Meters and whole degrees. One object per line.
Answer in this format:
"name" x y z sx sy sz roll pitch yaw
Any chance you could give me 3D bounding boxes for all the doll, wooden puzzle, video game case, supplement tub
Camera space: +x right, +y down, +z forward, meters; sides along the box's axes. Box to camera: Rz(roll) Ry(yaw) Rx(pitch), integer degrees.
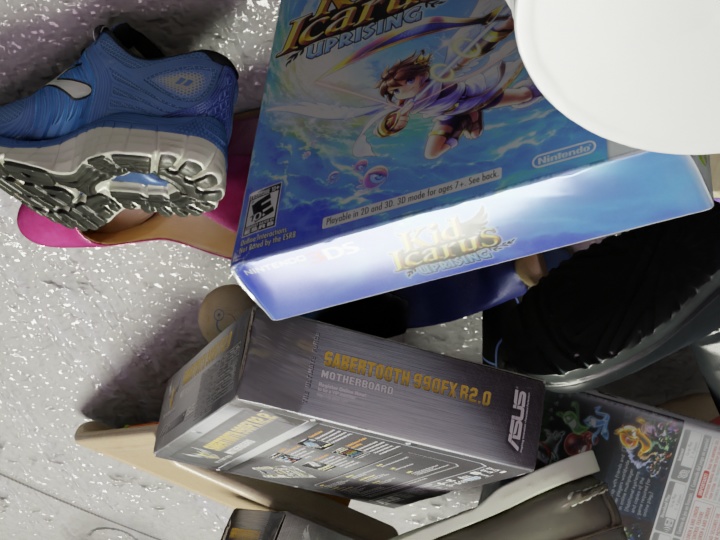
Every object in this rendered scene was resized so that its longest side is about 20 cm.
"doll" 0.000 0.000 0.792 0.199 0.048 0.137 -19 104 12
"wooden puzzle" -0.089 0.142 0.969 0.184 0.037 0.200 28 165 -23
"video game case" 0.047 -0.082 0.610 0.199 0.182 0.045 -15 135 24
"supplement tub" 0.117 -0.155 0.494 0.144 0.201 0.146 4 141 4
"video game case" 0.153 0.179 0.828 0.181 0.023 0.201 16 96 1

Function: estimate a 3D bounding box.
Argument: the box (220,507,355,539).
"box" 0.011 0.216 0.923 0.199 0.049 0.158 25 165 -11

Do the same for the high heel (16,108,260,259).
"high heel" -0.117 -0.024 0.772 0.199 0.096 0.067 -11 138 20

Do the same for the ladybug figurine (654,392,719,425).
"ladybug figurine" 0.170 0.156 0.892 0.200 0.072 0.136 -38 151 1

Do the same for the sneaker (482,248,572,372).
"sneaker" 0.110 0.069 0.867 0.070 0.078 0.200 -1 141 10

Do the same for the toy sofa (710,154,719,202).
"toy sofa" 0.229 -0.047 0.651 0.199 0.083 0.097 19 180 -30

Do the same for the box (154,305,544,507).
"box" -0.014 0.082 0.760 0.158 0.049 0.200 16 160 -15

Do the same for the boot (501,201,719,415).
"boot" 0.193 0.041 0.780 0.200 0.076 0.168 -34 132 -1

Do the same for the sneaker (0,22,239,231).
"sneaker" -0.134 -0.077 0.732 0.199 0.090 0.079 1 152 38

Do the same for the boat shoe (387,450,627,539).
"boat shoe" 0.052 0.169 0.787 0.201 0.061 0.072 -28 168 12
